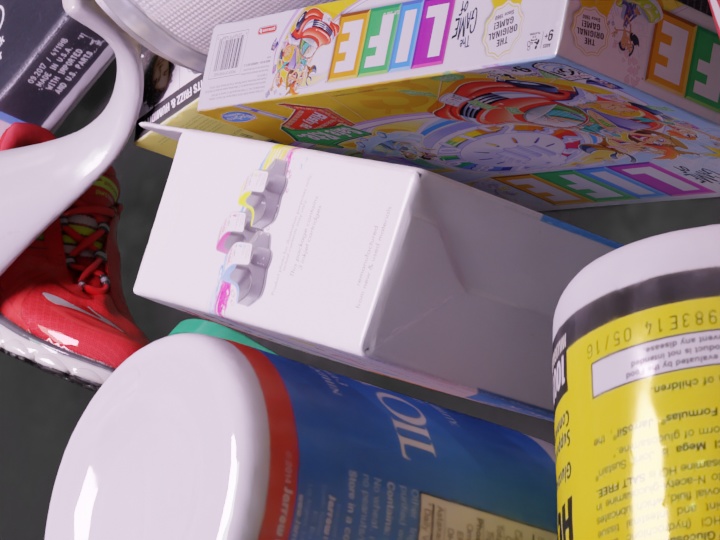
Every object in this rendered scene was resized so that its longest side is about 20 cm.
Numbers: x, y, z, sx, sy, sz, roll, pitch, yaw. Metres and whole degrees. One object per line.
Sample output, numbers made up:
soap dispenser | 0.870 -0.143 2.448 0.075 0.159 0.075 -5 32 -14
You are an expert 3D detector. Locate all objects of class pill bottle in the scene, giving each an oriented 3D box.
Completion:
pill bottle | 0.010 0.096 0.906 0.112 0.200 0.113 -28 53 45
pill bottle | 0.114 0.097 0.838 0.112 0.112 0.201 -29 51 45

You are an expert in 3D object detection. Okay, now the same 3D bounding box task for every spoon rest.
spoon rest | -0.152 -0.039 1.237 0.200 0.060 0.100 -51 27 27

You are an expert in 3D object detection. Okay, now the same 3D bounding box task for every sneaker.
sneaker | -0.135 -0.010 1.278 0.085 0.077 0.200 -57 36 11

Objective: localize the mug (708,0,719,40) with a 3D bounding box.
mug | 0.184 -0.046 0.777 0.177 0.133 0.201 -22 71 33

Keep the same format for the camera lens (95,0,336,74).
camera lens | -0.016 -0.175 1.111 0.200 0.160 0.161 -28 52 45

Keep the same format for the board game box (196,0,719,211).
board game box | 0.055 -0.058 0.977 0.200 0.134 0.034 -4 71 54

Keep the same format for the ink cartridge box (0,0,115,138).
ink cartridge box | -0.192 -0.123 1.432 0.198 0.043 0.200 -48 36 30

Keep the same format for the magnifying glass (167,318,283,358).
magnifying glass | -0.004 0.062 1.069 0.200 0.080 0.022 14 59 45

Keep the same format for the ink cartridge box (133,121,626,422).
ink cartridge box | 0.000 0.000 1.043 0.200 0.115 0.068 14 85 57

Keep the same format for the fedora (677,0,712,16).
fedora | 0.110 -0.154 0.963 0.176 0.090 0.200 -17 41 30

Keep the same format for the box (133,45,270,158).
box | -0.057 -0.149 1.254 0.075 0.050 0.201 -28 52 46
